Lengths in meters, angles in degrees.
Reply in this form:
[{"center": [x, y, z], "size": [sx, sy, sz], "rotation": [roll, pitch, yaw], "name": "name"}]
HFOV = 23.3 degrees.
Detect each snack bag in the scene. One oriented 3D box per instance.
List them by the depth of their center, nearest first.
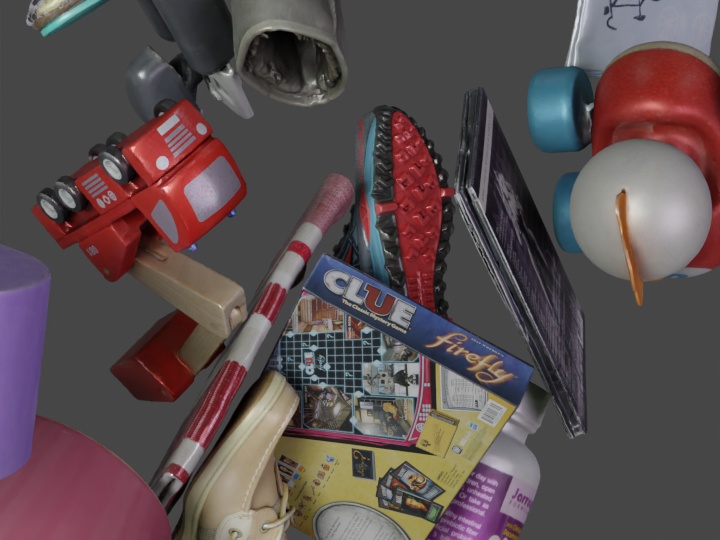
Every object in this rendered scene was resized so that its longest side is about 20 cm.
[{"center": [0.224, -0.239, 1.326], "size": [0.188, 0.021, 0.201], "rotation": [-3, 103, -47], "name": "snack bag"}]

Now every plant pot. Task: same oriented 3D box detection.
[{"center": [-0.190, 0.178, 0.876], "size": [0.179, 0.199, 0.200], "rotation": [-60, 140, -39], "name": "plant pot"}]

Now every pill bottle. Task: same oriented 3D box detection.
[{"center": [0.057, 0.163, 1.192], "size": [0.112, 0.112, 0.200], "rotation": [30, 79, -48], "name": "pill bottle"}]

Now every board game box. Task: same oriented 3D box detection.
[{"center": [0.001, 0.092, 1.021], "size": [0.035, 0.135, 0.200], "rotation": [-61, 180, -43], "name": "board game box"}]

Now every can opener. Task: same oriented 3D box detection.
[{"center": [-0.100, -0.117, 0.915], "size": [0.067, 0.053, 0.200], "rotation": [-45, 165, -5], "name": "can opener"}]

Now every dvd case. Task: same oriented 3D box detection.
[{"center": [0.110, -0.007, 1.179], "size": [0.149, 0.016, 0.200], "rotation": [-79, 146, -58], "name": "dvd case"}]

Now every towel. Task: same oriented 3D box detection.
[{"center": [-0.067, 0.050, 0.999], "size": [0.023, 0.144, 0.200], "rotation": [30, 66, -3], "name": "towel"}]

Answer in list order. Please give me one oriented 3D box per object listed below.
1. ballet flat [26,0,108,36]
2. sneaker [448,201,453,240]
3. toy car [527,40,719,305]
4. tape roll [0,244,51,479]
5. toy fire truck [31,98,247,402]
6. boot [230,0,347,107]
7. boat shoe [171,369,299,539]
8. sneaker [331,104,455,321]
[{"center": [-0.114, -0.192, 0.939], "size": [0.200, 0.072, 0.072], "rotation": [-36, 126, -36], "name": "ballet flat"}, {"center": [0.026, 0.040, 1.139], "size": [0.080, 0.088, 0.201], "rotation": [30, 78, -47], "name": "sneaker"}, {"center": [0.200, -0.039, 1.192], "size": [0.200, 0.184, 0.177], "rotation": [-61, 143, -47], "name": "toy car"}, {"center": [-0.238, 0.030, 0.754], "size": [0.200, 0.200, 0.085], "rotation": [-1, 102, -48], "name": "tape roll"}, {"center": [-0.106, -0.004, 0.936], "size": [0.141, 0.200, 0.049], "rotation": [51, 59, -11], "name": "toy fire truck"}, {"center": [-0.055, -0.203, 0.863], "size": [0.182, 0.072, 0.201], "rotation": [40, 48, -59], "name": "boot"}, {"center": [-0.068, 0.140, 1.013], "size": [0.200, 0.065, 0.072], "rotation": [-64, 177, 35], "name": "boat shoe"}, {"center": [0.000, 0.000, 1.065], "size": [0.079, 0.095, 0.201], "rotation": [2, 87, -55], "name": "sneaker"}]
